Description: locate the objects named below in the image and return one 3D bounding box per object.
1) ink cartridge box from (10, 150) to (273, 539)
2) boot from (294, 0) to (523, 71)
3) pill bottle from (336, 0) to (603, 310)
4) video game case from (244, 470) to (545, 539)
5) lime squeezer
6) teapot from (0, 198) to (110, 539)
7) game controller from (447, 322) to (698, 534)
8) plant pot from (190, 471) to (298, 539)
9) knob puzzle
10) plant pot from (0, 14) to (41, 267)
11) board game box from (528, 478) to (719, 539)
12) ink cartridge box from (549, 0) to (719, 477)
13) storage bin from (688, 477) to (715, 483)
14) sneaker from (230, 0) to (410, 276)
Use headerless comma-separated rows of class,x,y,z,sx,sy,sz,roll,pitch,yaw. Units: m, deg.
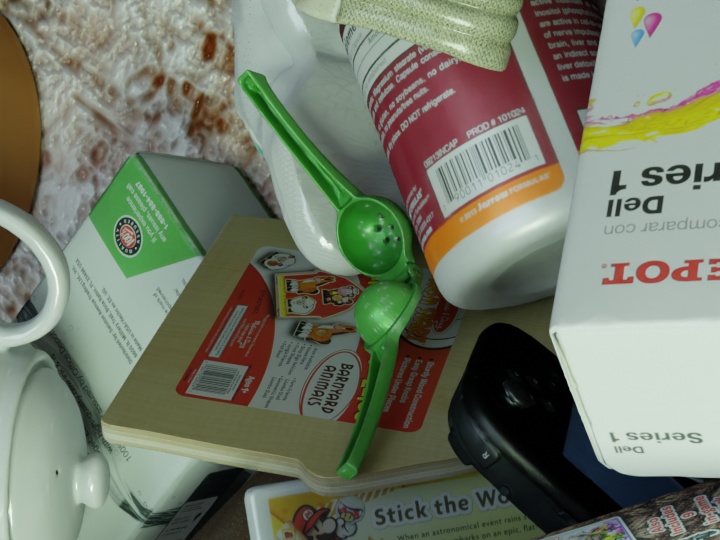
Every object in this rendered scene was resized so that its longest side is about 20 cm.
ink cartridge box,-0.111,0.061,0.918,0.200,0.083,0.147,-49,61,26
boot,-0.001,-0.179,0.701,0.199,0.072,0.155,28,110,29
pill bottle,0.055,-0.094,0.776,0.113,0.113,0.201,-31,69,33
video game case,0.063,0.165,0.728,0.023,0.199,0.183,135,126,-77
lime squeezer,0.000,0.000,0.752,0.038,0.071,0.201,-30,57,24
teapot,-0.193,0.093,0.837,0.145,0.200,0.199,0,63,4
game controller,0.116,0.100,0.681,0.200,0.104,0.042,42,120,-4
plant pot,-0.020,0.170,0.799,0.186,0.187,0.201,30,92,35
knob puzzle,0.010,0.042,0.779,0.219,0.219,0.031,26,130,36
plant pot,-0.308,-0.079,1.044,0.199,0.140,0.202,-2,86,39
board game box,0.067,0.183,0.585,0.199,0.097,0.160,-18,103,3
ink cartridge box,0.154,-0.036,0.594,0.144,0.084,0.201,-2,51,23
storage bin,0.211,0.040,0.641,0.199,0.145,0.135,21,91,37
sneaker,-0.028,-0.073,0.867,0.089,0.075,0.201,-47,43,45
